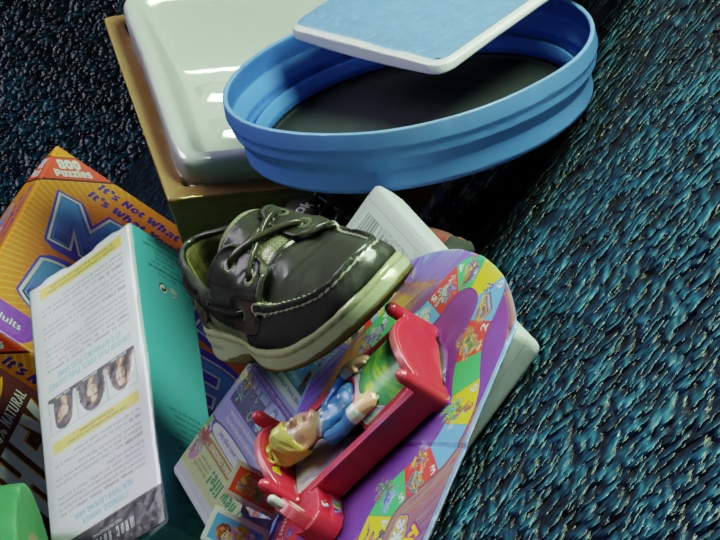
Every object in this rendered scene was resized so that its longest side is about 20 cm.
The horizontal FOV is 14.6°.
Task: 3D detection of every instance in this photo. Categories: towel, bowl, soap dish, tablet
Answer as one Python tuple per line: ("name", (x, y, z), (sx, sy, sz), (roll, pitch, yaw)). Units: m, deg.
("towel", (0.050, -0.057, 1.652), (0.200, 0.024, 0.145), (-54, 9, 12))
("bowl", (0.029, -0.096, 1.486), (0.201, 0.039, 0.201), (-11, 24, 5))
("soap dish", (-0.053, -0.088, 1.616), (0.200, 0.157, 0.081), (-114, 22, -52))
("tablet", (0.072, -0.166, 1.526), (0.200, 0.014, 0.130), (-37, 34, -28))

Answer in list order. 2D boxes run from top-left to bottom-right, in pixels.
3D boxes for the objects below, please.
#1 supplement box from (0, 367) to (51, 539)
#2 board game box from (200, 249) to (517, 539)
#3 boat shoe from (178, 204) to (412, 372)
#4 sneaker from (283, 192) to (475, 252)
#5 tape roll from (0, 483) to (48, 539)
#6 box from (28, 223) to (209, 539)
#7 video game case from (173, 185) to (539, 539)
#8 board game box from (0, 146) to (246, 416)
("supplement box", (-0.223, 0.185, 1.652), (0.197, 0.200, 0.133), (-49, 12, 36))
("board game box", (-0.009, 0.070, 1.266), (0.158, 0.039, 0.200), (-2, 60, 58))
("boat shoe", (-0.041, 0.003, 1.323), (0.072, 0.066, 0.201), (-44, 11, -18))
("sneaker", (0.000, 0.000, 1.476), (0.071, 0.098, 0.200), (-56, 10, -11))
("tape roll", (-0.173, 0.207, 1.388), (0.200, 0.048, 0.201), (169, 90, -89))
("box", (-0.126, 0.078, 1.498), (0.082, 0.049, 0.200), (-33, 47, 27))
("video game case", (-0.007, 0.068, 1.335), (0.182, 0.022, 0.200), (-54, 27, 7))
("board game box", (-0.189, 0.088, 1.812), (0.200, 0.200, 0.200), (-50, 12, 33))
